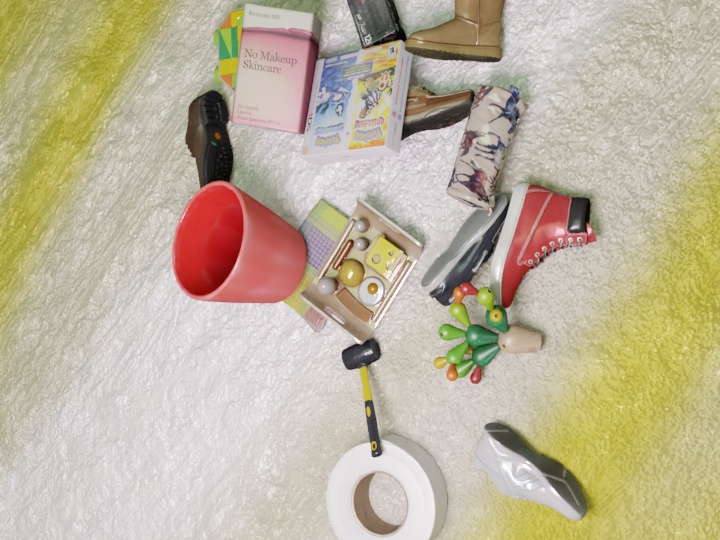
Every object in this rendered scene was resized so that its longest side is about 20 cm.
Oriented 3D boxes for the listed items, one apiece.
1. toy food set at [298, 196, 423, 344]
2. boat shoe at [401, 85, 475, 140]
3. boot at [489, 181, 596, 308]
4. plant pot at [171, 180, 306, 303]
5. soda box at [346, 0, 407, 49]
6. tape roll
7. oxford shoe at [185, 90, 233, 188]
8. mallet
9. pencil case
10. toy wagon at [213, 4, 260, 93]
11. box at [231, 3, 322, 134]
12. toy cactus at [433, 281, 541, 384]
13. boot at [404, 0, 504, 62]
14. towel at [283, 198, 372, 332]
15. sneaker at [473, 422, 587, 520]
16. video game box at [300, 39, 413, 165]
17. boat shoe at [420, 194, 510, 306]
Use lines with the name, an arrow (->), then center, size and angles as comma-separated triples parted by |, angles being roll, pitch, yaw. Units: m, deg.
toy food set -> 0.000, 0.000, 1.426 | 0.142, 0.060, 0.202 | 35, 102, 14
boat shoe -> 0.095, -0.273, 1.406 | 0.196, 0.075, 0.076 | -13, 78, 23
boot -> 0.287, -0.025, 1.314 | 0.142, 0.072, 0.205 | 17, 92, 22
plant pot -> -0.201, -0.031, 1.454 | 0.197, 0.176, 0.205 | -14, 68, 37
soda box -> 0.013, -0.480, 1.455 | 0.070, 0.063, 0.204 | -22, 80, 21
tape roll -> 0.044, 0.383, 1.407 | 0.198, 0.070, 0.208 | -1, 88, 25
oxford shoe -> -0.290, -0.229, 1.589 | 0.083, 0.072, 0.205 | -7, 83, 40
mallet -> 0.021, 0.209, 1.407 | 0.065, 0.041, 0.203 | -28, 56, 16
pencil case -> 0.201, -0.192, 1.336 | 0.088, 0.078, 0.204 | 17, 85, 13
toy wagon -> -0.204, -0.386, 1.563 | 0.152, 0.039, 0.206 | -3, 87, 24
box -> -0.146, -0.349, 1.469 | 0.125, 0.109, 0.205 | 8, 99, 4
toy cactus -> 0.204, 0.107, 1.318 | 0.161, 0.103, 0.204 | 6, 123, -3
boot -> 0.159, -0.448, 1.367 | 0.171, 0.066, 0.206 | 2, 91, -12
towel -> -0.075, -0.009, 1.501 | 0.143, 0.023, 0.202 | 36, 102, 22
sneaker -> 0.264, 0.327, 1.319 | 0.199, 0.070, 0.081 | 36, 117, 24
video game box -> -0.008, -0.280, 1.422 | 0.197, 0.046, 0.187 | -1, 78, 42
boat shoe -> 0.182, -0.032, 1.366 | 0.060, 0.076, 0.200 | 40, 96, -19
